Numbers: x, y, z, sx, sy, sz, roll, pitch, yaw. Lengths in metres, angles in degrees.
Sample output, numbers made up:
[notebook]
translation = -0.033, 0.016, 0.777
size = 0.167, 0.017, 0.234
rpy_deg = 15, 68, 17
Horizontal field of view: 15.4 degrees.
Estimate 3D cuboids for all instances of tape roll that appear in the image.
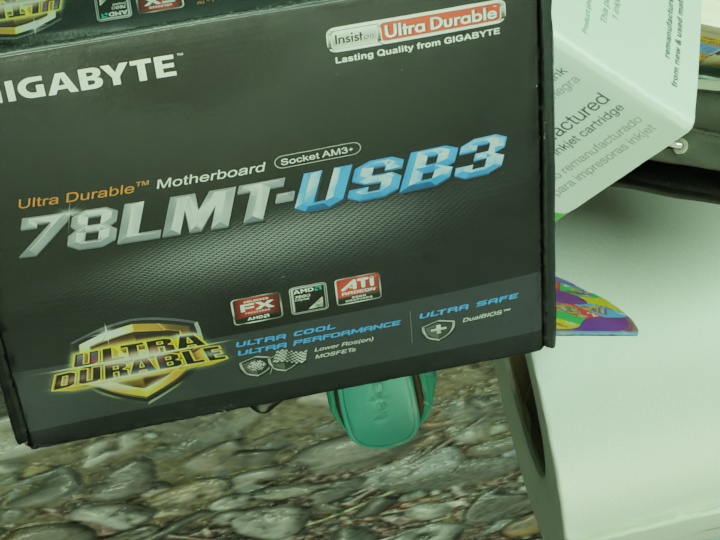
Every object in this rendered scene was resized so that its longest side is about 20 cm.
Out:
[tape roll]
translation = 0.139, 0.032, 1.276
size = 0.139, 0.203, 0.203
rpy_deg = -13, 158, -3

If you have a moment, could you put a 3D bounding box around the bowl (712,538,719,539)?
[bowl]
translation = 0.237, 0.135, 1.702
size = 0.201, 0.105, 0.201
rpy_deg = -11, 157, -5

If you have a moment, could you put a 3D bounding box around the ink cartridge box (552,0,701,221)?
[ink cartridge box]
translation = 0.001, -0.094, 0.951
size = 0.200, 0.083, 0.147
rpy_deg = 30, 137, -25

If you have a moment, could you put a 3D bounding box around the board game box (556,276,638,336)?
[board game box]
translation = 0.023, -0.016, 1.091
size = 0.158, 0.039, 0.200
rpy_deg = 24, -165, 40

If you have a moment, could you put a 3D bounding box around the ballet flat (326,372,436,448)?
[ballet flat]
translation = 0.000, 0.000, 1.274
size = 0.067, 0.070, 0.200
rpy_deg = -7, 137, -1

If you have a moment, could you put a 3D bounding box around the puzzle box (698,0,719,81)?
[puzzle box]
translation = 0.116, -0.094, 1.086
size = 0.200, 0.025, 0.133
rpy_deg = 9, 167, -18

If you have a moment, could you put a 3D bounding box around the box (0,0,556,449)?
[box]
translation = -0.035, -0.031, 0.893
size = 0.200, 0.050, 0.199
rpy_deg = -10, 142, -4

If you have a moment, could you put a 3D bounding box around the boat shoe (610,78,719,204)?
[boat shoe]
translation = 0.120, -0.049, 1.095
size = 0.200, 0.057, 0.067
rpy_deg = 3, 168, 12

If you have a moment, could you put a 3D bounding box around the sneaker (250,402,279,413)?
[sneaker]
translation = -0.093, 0.019, 1.269
size = 0.200, 0.080, 0.074
rpy_deg = 12, 148, -44
